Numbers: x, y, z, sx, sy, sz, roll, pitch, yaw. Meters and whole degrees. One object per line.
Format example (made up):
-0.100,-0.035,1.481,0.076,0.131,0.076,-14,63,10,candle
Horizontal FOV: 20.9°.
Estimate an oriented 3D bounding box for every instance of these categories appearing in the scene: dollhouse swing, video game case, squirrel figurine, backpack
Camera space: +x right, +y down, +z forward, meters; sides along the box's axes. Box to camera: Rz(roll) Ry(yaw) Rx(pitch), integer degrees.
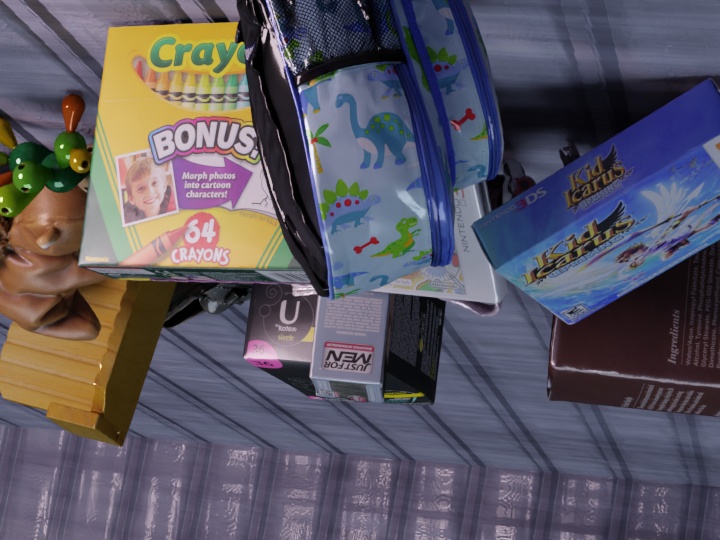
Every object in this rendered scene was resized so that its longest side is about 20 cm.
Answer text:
-0.310,0.061,2.062,0.175,0.201,0.182,16,169,10,dollhouse swing
0.202,-0.043,1.426,0.199,0.046,0.181,-32,155,14,video game case
-0.312,-0.033,1.778,0.198,0.143,0.187,6,161,-15,squirrel figurine
0.002,-0.060,1.457,0.199,0.023,0.183,6,129,27,video game case
0.008,-0.095,1.169,0.146,0.201,0.183,-13,166,-2,backpack

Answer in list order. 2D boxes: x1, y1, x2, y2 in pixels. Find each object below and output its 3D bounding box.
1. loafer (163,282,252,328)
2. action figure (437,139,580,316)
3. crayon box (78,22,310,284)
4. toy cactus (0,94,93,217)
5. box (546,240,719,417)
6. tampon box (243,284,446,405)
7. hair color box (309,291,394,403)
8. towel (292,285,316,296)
-0.158,0.026,2.112,0.071,0.063,0.199,15,165,-33,loafer
0.093,-0.044,1.505,0.133,0.150,0.200,16,180,-13,action figure
-0.088,-0.081,1.343,0.199,0.174,0.058,1,170,24,crayon box
-0.242,-0.092,1.627,0.199,0.103,0.165,-2,-176,26,toy cactus
0.265,0.029,1.658,0.198,0.166,0.166,6,168,5,box
-0.012,0.058,2.026,0.149,0.127,0.200,2,166,21,tampon box
0.000,0.000,1.591,0.060,0.202,0.099,6,168,4,hair color box
0.039,-0.006,1.803,0.145,0.030,0.200,-3,-175,26,towel
